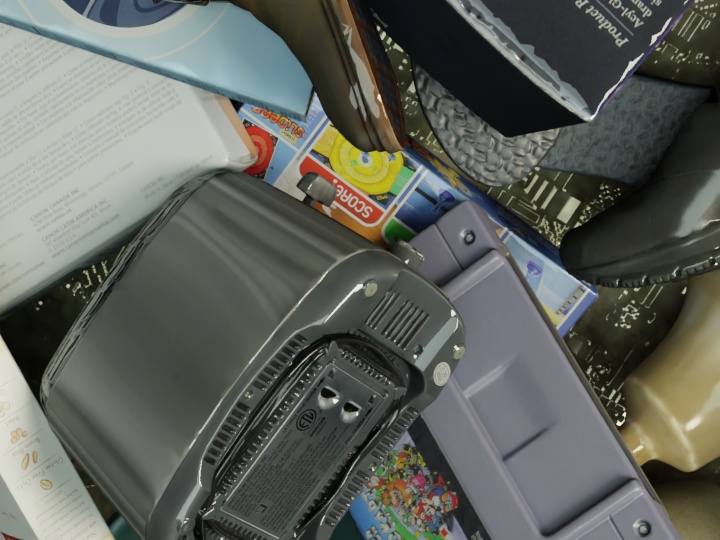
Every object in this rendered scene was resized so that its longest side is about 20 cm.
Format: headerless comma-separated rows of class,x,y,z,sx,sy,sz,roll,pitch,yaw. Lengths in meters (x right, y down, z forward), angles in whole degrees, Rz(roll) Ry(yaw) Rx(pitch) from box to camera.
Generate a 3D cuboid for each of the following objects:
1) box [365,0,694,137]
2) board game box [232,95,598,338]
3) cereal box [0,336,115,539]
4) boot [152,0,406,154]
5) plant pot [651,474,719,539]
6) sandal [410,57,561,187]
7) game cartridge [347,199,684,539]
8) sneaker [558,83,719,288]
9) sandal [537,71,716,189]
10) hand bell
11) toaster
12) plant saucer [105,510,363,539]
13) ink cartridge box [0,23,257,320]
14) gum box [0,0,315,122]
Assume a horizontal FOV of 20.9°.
box,0.103,-0.164,0.827,0.104,0.148,0.200,41,87,-8
board game box,0.000,0.000,0.978,0.199,0.034,0.136,36,106,-10
cereal box,-0.197,0.062,0.954,0.039,0.144,0.201,-33,108,-24
boot,-0.057,-0.123,0.826,0.096,0.075,0.201,-27,80,8
plant pot,0.114,0.195,0.983,0.199,0.187,0.188,-31,107,-1
sandal,0.045,-0.138,0.922,0.075,0.045,0.201,-20,89,0
game cartridge,0.049,0.082,0.907,0.129,0.038,0.201,-35,64,9
sneaker,0.177,-0.054,0.893,0.199,0.076,0.091,-24,88,20
sandal,0.159,-0.061,0.955,0.199,0.043,0.077,23,102,4
hand bell,0.117,0.095,0.938,0.199,0.104,0.105,-35,107,-10
toaster,-0.058,0.052,0.887,0.201,0.129,0.113,-54,139,2
plant saucer,-0.062,0.156,0.952,0.199,0.201,0.028,-15,131,7
ink cartridge box,-0.166,-0.098,0.943,0.162,0.050,0.201,-30,85,17
gum box,-0.093,-0.179,0.877,0.198,0.045,0.171,17,89,-1
